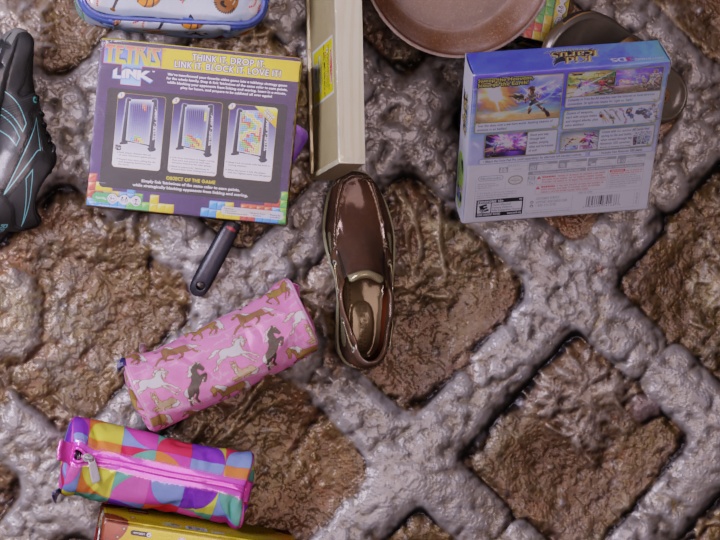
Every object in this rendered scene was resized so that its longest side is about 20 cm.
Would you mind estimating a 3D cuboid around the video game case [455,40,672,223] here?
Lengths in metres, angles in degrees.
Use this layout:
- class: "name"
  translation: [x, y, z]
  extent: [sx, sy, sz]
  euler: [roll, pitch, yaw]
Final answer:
- class: "video game case"
  translation: [0.199, -0.138, 1.605]
  extent: [0.199, 0.046, 0.182]
  euler: [-5, 131, -7]

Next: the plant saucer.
- class: "plant saucer"
  translation: [0.093, -0.308, 1.554]
  extent: [0.199, 0.037, 0.201]
  euler: [-2, 101, -13]

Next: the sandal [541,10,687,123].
- class: "sandal"
  translation: [0.269, -0.201, 1.632]
  extent: [0.200, 0.055, 0.082]
  euler: [27, 93, -33]

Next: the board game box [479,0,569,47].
- class: "board game box"
  translation: [0.138, -0.340, 1.622]
  extent: [0.165, 0.057, 0.201]
  euler: [9, 91, -12]

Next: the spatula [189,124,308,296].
- class: "spatula"
  translation: [-0.121, -0.064, 1.614]
  extent: [0.056, 0.021, 0.201]
  euler: [28, 88, -14]

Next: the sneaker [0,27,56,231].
- class: "sneaker"
  translation: [-0.335, -0.134, 1.555]
  extent: [0.079, 0.075, 0.201]
  euler: [9, 98, -24]

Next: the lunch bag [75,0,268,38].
- class: "lunch bag"
  translation: [-0.187, -0.312, 1.557]
  extent: [0.199, 0.076, 0.161]
  euler: [3, 90, -12]

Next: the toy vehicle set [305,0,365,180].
- class: "toy vehicle set"
  translation: [-0.026, -0.195, 1.561]
  extent: [0.026, 0.124, 0.201]
  euler: [-1, 87, -15]

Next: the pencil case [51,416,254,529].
- class: "pencil case"
  translation: [-0.203, 0.200, 1.579]
  extent: [0.199, 0.088, 0.089]
  euler: [12, 91, -13]

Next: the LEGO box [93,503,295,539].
- class: "LEGO box"
  translation: [-0.173, 0.325, 1.595]
  extent: [0.199, 0.077, 0.150]
  euler: [11, 92, -11]

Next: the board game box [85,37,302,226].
- class: "board game box"
  translation: [-0.162, -0.134, 1.572]
  extent: [0.199, 0.057, 0.166]
  euler: [6, 90, -1]

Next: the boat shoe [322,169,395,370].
- class: "boat shoe"
  translation: [0.006, -0.001, 1.613]
  extent: [0.074, 0.075, 0.203]
  euler: [-7, 94, -10]

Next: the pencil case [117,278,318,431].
- class: "pencil case"
  translation: [-0.138, 0.083, 1.587]
  extent: [0.199, 0.083, 0.087]
  euler: [-25, 88, -8]
